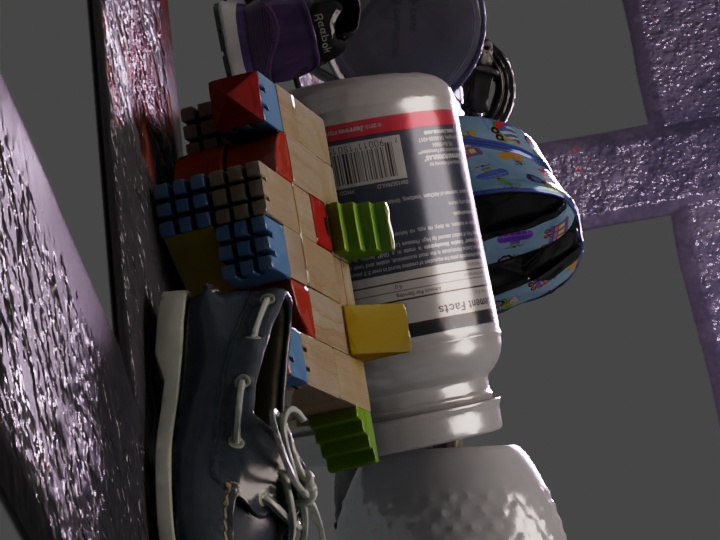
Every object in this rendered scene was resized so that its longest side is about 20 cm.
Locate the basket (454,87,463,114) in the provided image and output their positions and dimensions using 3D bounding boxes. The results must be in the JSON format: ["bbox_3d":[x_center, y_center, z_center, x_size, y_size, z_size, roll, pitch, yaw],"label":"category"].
[{"bbox_3d":[0.040,-0.162,2.556,0.176,0.138,0.201,56,33,-78],"label":"basket"}]

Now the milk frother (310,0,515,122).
[{"bbox_3d":[0.041,-0.154,1.869,0.188,0.199,0.181,-140,-130,-68],"label":"milk frother"}]

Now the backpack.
[{"bbox_3d":[0.039,-0.039,1.725,0.183,0.199,0.135,71,9,-60],"label":"backpack"}]

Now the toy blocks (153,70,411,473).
[{"bbox_3d":[-0.049,-0.010,1.258,0.137,0.100,0.201,32,47,-70],"label":"toy blocks"}]

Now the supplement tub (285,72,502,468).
[{"bbox_3d":[0.000,0.000,1.471,0.140,0.140,0.201,17,63,-86],"label":"supplement tub"}]

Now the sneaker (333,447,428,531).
[{"bbox_3d":[0.007,0.143,1.812,0.200,0.076,0.091,76,23,-84],"label":"sneaker"}]

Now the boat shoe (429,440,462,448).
[{"bbox_3d":[0.010,0.056,1.921,0.201,0.073,0.074,67,-17,5],"label":"boat shoe"}]

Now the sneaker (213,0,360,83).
[{"bbox_3d":[-0.041,-0.158,1.712,0.200,0.087,0.076,-90,169,-72],"label":"sneaker"}]

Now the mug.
[{"bbox_3d":[0.038,0.191,1.524,0.200,0.147,0.176,-11,-99,57],"label":"mug"}]

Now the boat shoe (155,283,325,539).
[{"bbox_3d":[-0.049,0.083,1.092,0.200,0.062,0.075,-96,176,-50],"label":"boat shoe"}]
